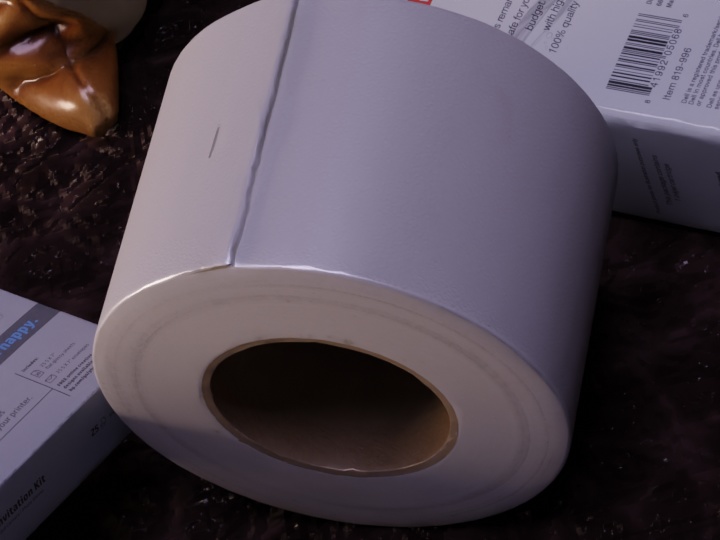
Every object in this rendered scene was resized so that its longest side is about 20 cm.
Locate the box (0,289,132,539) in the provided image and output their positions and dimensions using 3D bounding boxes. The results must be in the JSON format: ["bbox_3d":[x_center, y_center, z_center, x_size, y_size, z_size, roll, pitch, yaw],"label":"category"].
[{"bbox_3d":[-0.213,0.061,1.252,0.200,0.041,0.156,18,46,31],"label":"box"}]

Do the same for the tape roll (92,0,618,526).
[{"bbox_3d":[0.000,0.000,1.202,0.202,0.203,0.140,0,56,19],"label":"tape roll"}]

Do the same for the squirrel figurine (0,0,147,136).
[{"bbox_3d":[-0.184,-0.196,1.417,0.200,0.187,0.142,23,66,31],"label":"squirrel figurine"}]

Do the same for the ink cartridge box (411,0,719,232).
[{"bbox_3d":[0.115,-0.108,1.315,0.199,0.083,0.147,13,61,26],"label":"ink cartridge box"}]
